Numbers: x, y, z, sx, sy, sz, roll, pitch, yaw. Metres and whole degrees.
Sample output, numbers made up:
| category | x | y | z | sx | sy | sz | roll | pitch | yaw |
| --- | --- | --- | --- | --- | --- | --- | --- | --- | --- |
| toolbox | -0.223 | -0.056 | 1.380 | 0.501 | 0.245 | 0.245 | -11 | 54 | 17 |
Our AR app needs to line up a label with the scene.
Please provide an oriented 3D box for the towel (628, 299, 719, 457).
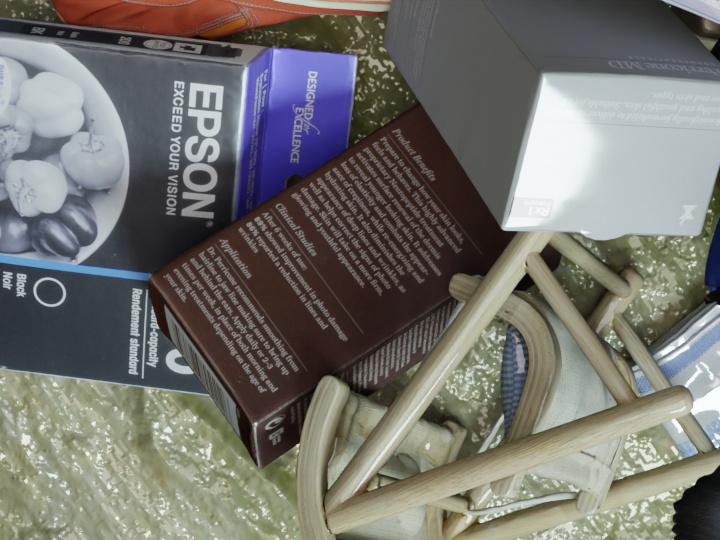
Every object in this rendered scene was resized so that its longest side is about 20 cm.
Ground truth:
| category | x | y | z | sx | sy | sz | roll | pitch | yaw |
| --- | --- | --- | --- | --- | --- | --- | --- | --- | --- |
| towel | 0.259 | 0.086 | 1.144 | 0.146 | 0.024 | 0.200 | -37 | 100 | 10 |

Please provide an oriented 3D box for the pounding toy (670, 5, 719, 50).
| category | x | y | z | sx | sy | sz | roll | pitch | yaw |
| --- | --- | --- | --- | --- | --- | --- | --- | --- | --- |
| pounding toy | 0.230 | -0.164 | 1.043 | 0.182 | 0.142 | 0.202 | 8 | 93 | -2 |

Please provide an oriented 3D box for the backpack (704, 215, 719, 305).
| category | x | y | z | sx | sy | sz | roll | pitch | yaw |
| --- | --- | --- | --- | --- | --- | --- | --- | --- | --- |
| backpack | 0.273 | 0.000 | 1.009 | 0.166 | 0.200 | 0.164 | 13 | 91 | -12 |

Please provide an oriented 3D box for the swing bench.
| category | x | y | z | sx | sy | sz | roll | pitch | yaw |
| --- | --- | --- | --- | --- | --- | --- | --- | --- | --- |
| swing bench | 0.076 | 0.090 | 1.043 | 0.199 | 0.199 | 0.130 | -37 | 69 | 10 |

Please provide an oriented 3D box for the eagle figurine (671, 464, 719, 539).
| category | x | y | z | sx | sy | sz | roll | pitch | yaw |
| --- | --- | --- | --- | --- | --- | --- | --- | --- | --- |
| eagle figurine | 0.244 | 0.129 | 0.931 | 0.150 | 0.200 | 0.153 | -22 | 77 | -18 |

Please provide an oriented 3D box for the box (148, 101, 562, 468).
| category | x | y | z | sx | sy | sz | roll | pitch | yaw |
| --- | --- | --- | --- | --- | --- | --- | --- | --- | --- |
| box | 0.000 | 0.000 | 1.052 | 0.199 | 0.075 | 0.100 | -33 | 71 | -13 |

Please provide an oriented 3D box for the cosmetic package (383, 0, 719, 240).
| category | x | y | z | sx | sy | sz | roll | pitch | yaw |
| --- | --- | --- | --- | --- | --- | --- | --- | --- | --- |
| cosmetic package | 0.091 | -0.099 | 0.988 | 0.106 | 0.200 | 0.091 | 0 | 119 | -21 |

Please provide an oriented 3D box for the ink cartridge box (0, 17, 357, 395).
| category | x | y | z | sx | sy | sz | roll | pitch | yaw |
| --- | --- | --- | --- | --- | --- | --- | --- | --- | --- |
| ink cartridge box | -0.108 | -0.030 | 1.092 | 0.198 | 0.043 | 0.200 | 5 | 117 | -1 |

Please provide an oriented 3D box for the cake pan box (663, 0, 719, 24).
| category | x | y | z | sx | sy | sz | roll | pitch | yaw |
| --- | --- | --- | --- | --- | --- | --- | --- | --- | --- |
| cake pan box | 0.146 | -0.212 | 0.886 | 0.199 | 0.052 | 0.186 | 23 | 102 | 11 |

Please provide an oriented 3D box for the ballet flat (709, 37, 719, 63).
| category | x | y | z | sx | sy | sz | roll | pitch | yaw |
| --- | --- | --- | --- | --- | --- | --- | --- | --- | --- |
| ballet flat | 0.224 | -0.145 | 0.938 | 0.068 | 0.068 | 0.201 | 27 | 92 | 0 |

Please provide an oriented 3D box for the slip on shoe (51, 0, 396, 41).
| category | x | y | z | sx | sy | sz | roll | pitch | yaw |
| --- | --- | --- | --- | --- | --- | --- | --- | --- | --- |
| slip on shoe | -0.070 | -0.153 | 1.078 | 0.198 | 0.075 | 0.061 | -1 | 139 | -5 |
